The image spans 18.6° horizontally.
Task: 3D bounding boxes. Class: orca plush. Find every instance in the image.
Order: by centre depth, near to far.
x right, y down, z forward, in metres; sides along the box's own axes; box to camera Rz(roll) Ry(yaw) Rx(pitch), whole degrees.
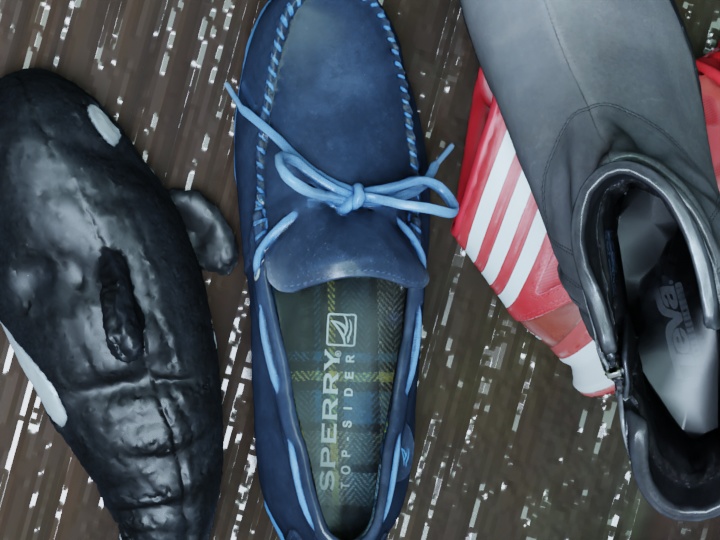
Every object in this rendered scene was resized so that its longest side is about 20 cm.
[{"bbox_3d":[-0.091,0.031,0.737,0.104,0.071,0.202,-1,92,-5],"label":"orca plush"}]

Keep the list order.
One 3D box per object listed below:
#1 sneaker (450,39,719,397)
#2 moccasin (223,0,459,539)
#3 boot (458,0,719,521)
[{"bbox_3d":[0.112,-0.063,0.753,0.115,0.078,0.200,44,86,-6],"label":"sneaker"},{"bbox_3d":[0.000,0.000,0.745,0.080,0.068,0.202,-6,92,-11],"label":"moccasin"},{"bbox_3d":[0.080,-0.032,0.665,0.069,0.132,0.201,-25,91,10],"label":"boot"}]
